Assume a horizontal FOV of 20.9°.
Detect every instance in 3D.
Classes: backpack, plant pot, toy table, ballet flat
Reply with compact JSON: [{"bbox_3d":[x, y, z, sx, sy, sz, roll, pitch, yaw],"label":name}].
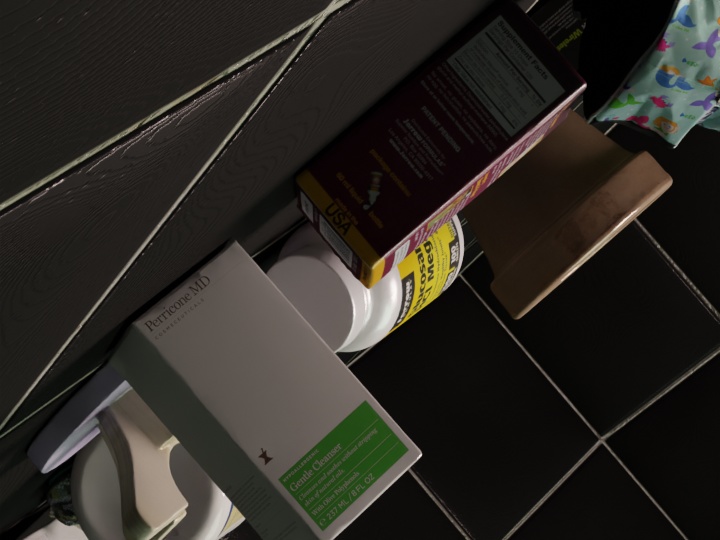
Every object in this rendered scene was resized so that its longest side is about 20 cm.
[{"bbox_3d":[0.240,-0.197,1.357,0.200,0.149,0.179,110,-9,-59],"label":"backpack"},{"bbox_3d":[0.163,-0.082,1.823,0.200,0.175,0.200,-41,176,-3],"label":"plant pot"},{"bbox_3d":[-0.151,0.122,1.469,0.184,0.117,0.200,-37,173,-46],"label":"toy table"},{"bbox_3d":[-0.258,0.223,1.842,0.072,0.072,0.200,-40,176,-9],"label":"ballet flat"}]

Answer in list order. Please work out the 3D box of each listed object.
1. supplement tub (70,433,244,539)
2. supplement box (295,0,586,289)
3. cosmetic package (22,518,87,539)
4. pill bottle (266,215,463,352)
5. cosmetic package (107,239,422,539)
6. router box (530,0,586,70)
[{"bbox_3d":[-0.164,0.179,1.735,0.144,0.145,0.200,-42,176,9],"label":"supplement tub"},{"bbox_3d":[0.054,-0.088,1.381,0.200,0.086,0.110,-41,175,-6],"label":"supplement box"},{"bbox_3d":[-0.318,0.307,1.894,0.107,0.085,0.200,-36,178,14],"label":"cosmetic package"},{"bbox_3d":[0.000,0.000,1.603,0.112,0.113,0.200,-44,175,31],"label":"pill bottle"},{"bbox_3d":[-0.068,0.094,1.356,0.108,0.200,0.085,-41,178,-28],"label":"cosmetic package"},{"bbox_3d":[0.132,-0.152,1.589,0.200,0.062,0.150,-42,177,2],"label":"router box"}]
